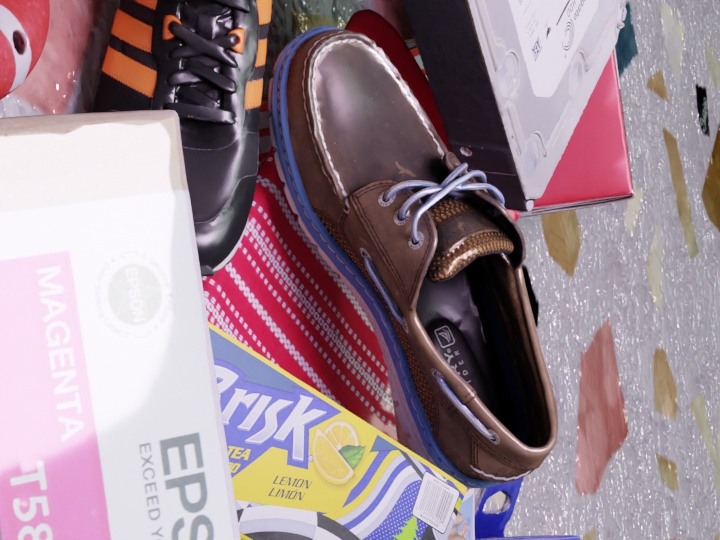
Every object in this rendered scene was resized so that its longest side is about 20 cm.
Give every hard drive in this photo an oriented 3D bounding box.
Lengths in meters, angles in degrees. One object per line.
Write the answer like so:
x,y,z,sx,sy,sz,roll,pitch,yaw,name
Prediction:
0.066,-0.143,0.862,0.140,0.038,0.201,-61,147,-33,hard drive

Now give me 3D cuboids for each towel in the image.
0.000,0.000,0.855,0.145,0.022,0.201,53,48,-32,towel

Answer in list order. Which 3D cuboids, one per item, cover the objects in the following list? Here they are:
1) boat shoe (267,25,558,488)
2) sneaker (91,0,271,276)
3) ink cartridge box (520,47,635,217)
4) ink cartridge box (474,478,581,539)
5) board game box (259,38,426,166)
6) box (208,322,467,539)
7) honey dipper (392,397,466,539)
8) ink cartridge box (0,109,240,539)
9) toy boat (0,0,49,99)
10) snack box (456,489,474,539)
0.031,-0.011,0.786,0.072,0.072,0.201,-28,94,-28,boat shoe
-0.069,-0.098,0.784,0.090,0.069,0.201,111,-16,-57,sneaker
0.102,-0.133,1.113,0.176,0.083,0.202,-25,107,-85,ink cartridge box
0.066,0.209,1.015,0.136,0.076,0.202,11,72,-63,ink cartridge box
0.009,-0.030,0.993,0.200,0.046,0.153,-35,115,-62,board game box
-0.054,0.066,0.733,0.200,0.070,0.065,36,71,-36,box
0.018,0.029,0.832,0.038,0.038,0.202,6,78,-64,honey dipper
-0.124,0.059,0.582,0.164,0.075,0.202,-10,92,-34,ink cartridge box
-0.145,-0.146,0.606,0.131,0.130,0.201,-51,128,-56,toy boat
-0.012,0.161,0.847,0.200,0.024,0.072,-28,123,-48,snack box
